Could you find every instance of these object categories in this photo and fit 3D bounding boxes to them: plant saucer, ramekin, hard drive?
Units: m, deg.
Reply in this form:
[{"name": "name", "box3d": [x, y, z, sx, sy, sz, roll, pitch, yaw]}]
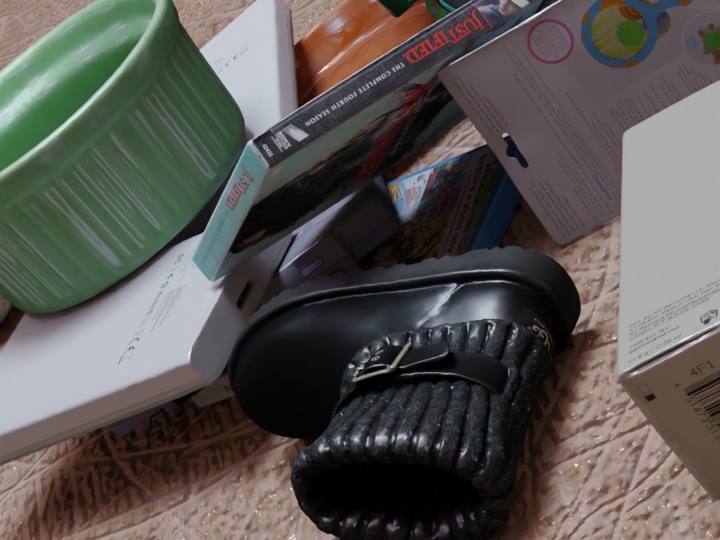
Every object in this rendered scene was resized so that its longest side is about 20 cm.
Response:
[{"name": "plant saucer", "box3d": [-0.006, -0.111, 1.581, 0.200, 0.032, 0.200, -37, 26, 21]}, {"name": "ramekin", "box3d": [-0.163, -0.067, 1.488, 0.200, 0.098, 0.200, -34, 23, 16]}, {"name": "hard drive", "box3d": [-0.096, -0.089, 1.605, 0.132, 0.026, 0.200, -39, 25, 17]}, {"name": "hard drive", "box3d": [-0.136, 0.040, 1.408, 0.200, 0.026, 0.132, -22, 29, 38]}]

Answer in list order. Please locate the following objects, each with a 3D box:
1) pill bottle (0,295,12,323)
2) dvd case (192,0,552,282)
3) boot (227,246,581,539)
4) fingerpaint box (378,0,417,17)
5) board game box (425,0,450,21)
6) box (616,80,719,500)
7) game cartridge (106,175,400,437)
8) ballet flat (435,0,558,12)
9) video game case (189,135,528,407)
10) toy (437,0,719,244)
[{"name": "pill bottle", "box3d": [-0.255, -0.052, 1.756, 0.113, 0.113, 0.200, -14, 34, 44]}, {"name": "dvd case", "box3d": [0.007, -0.077, 1.320, 0.200, 0.022, 0.146, -35, -10, -27]}, {"name": "boot", "box3d": [-0.001, 0.072, 1.209, 0.211, 0.079, 0.158, -19, 30, 37]}, {"name": "fingerpaint box", "box3d": [0.045, -0.280, 1.496, 0.200, 0.167, 0.073, -37, -18, 8]}, {"name": "board game box", "box3d": [0.126, -0.224, 1.460, 0.200, 0.135, 0.029, -30, 66, -9]}, {"name": "box", "box3d": [0.160, 0.002, 1.099, 0.068, 0.082, 0.200, -29, 27, 23]}, {"name": "game cartridge", "box3d": [-0.069, 0.006, 1.441, 0.200, 0.038, 0.130, -37, 27, 9]}, {"name": "ballet flat", "box3d": [0.131, -0.194, 1.395, 0.200, 0.068, 0.068, -35, 56, 0]}, {"name": "video game case", "box3d": [0.000, 0.000, 1.412, 0.200, 0.018, 0.143, -21, 29, 37]}, {"name": "toy", "box3d": [0.154, -0.109, 1.265, 0.200, 0.115, 0.047, -28, 19, 24]}]
